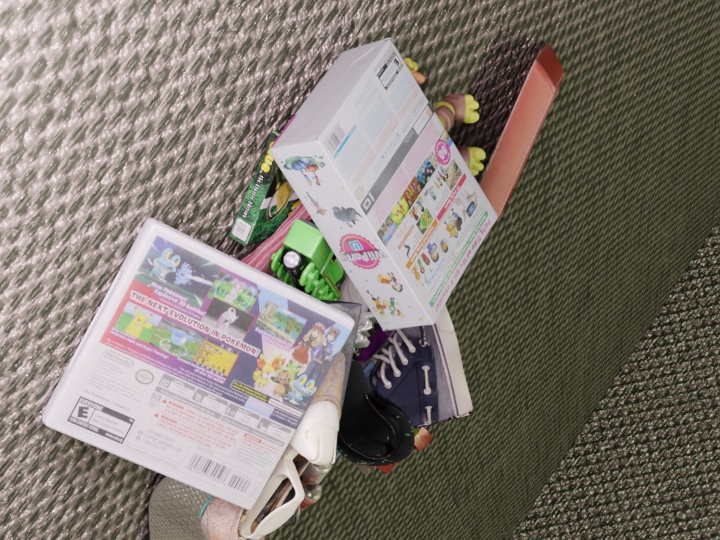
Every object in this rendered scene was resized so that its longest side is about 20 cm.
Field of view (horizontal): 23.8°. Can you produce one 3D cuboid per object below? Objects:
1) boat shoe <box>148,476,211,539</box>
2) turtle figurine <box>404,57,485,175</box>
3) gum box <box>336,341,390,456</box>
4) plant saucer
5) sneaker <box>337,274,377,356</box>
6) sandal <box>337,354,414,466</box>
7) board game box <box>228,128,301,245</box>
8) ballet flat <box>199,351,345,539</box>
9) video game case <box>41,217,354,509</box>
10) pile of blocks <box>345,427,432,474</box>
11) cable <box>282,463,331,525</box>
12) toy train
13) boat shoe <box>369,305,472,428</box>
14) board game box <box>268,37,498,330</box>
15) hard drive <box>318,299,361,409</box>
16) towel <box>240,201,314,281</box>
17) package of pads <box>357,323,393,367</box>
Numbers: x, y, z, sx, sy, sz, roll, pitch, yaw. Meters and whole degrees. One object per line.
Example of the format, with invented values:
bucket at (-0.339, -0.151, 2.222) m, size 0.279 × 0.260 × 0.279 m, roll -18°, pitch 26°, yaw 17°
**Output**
boat shoe at (-0.165, 0.239, 1.669) m, size 0.062 × 0.074 × 0.201 m, roll -51°, pitch 166°, yaw -37°
turtle figurine at (0.066, -0.109, 1.636) m, size 0.064 × 0.202 × 0.161 m, roll -17°, pitch -177°, yaw 29°
gum box at (0.005, 0.141, 1.880) m, size 0.200 × 0.044 × 0.170 m, roll -50°, pitch 176°, yaw 19°
plant saucer at (0.178, -0.148, 1.923) m, size 0.200 × 0.036 × 0.202 m, roll -52°, pitch 165°, yaw -74°
sneaker at (0.000, 0.000, 1.673) m, size 0.075 × 0.080 × 0.202 m, roll 93°, pitch 21°, yaw -78°
sandal at (-0.001, 0.149, 1.670) m, size 0.075 × 0.048 × 0.201 m, roll -32°, pitch 139°, yaw 5°
board game box at (-0.044, -0.086, 1.545) m, size 0.200 × 0.023 × 0.105 m, roll -23°, pitch 143°, yaw -62°
ballet flat at (-0.060, 0.161, 1.457) m, size 0.068 × 0.067 × 0.201 m, roll 23°, pitch 103°, yaw -48°
video game case at (-0.128, 0.079, 1.374) m, size 0.183 × 0.199 × 0.023 m, roll -60°, pitch -153°, yaw 6°
pile of blocks at (0.051, 0.165, 1.849) m, size 0.082 × 0.062 × 0.200 m, roll -49°, pitch 176°, yaw 24°
cable at (-0.068, 0.231, 1.751) m, size 0.200 × 0.050 × 0.098 m, roll 114°, pitch -17°, yaw -61°
toy train at (-0.041, -0.001, 1.532) m, size 0.057 × 0.041 × 0.200 m, roll -62°, pitch 169°, yaw -7°
boat shoe at (0.049, 0.082, 1.708) m, size 0.092 × 0.075 × 0.201 m, roll -19°, pitch 125°, yaw -4°
board game box at (0.024, -0.072, 1.466) m, size 0.201 × 0.064 × 0.148 m, roll 57°, pitch 46°, yaw -25°
hard drive at (-0.094, 0.088, 1.462) m, size 0.199 × 0.042 × 0.136 m, roll -7°, pitch 116°, yaw -40°
towel at (-0.072, 0.005, 1.574) m, size 0.144 × 0.023 × 0.201 m, roll -46°, pitch 166°, yaw -27°
package of pads at (0.038, -0.005, 1.802) m, size 0.200 × 0.075 × 0.121 m, roll -47°, pitch 160°, yaw -31°
